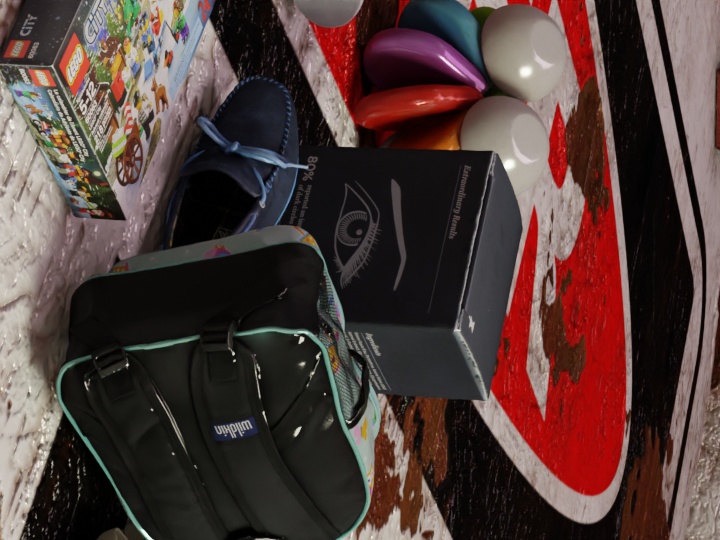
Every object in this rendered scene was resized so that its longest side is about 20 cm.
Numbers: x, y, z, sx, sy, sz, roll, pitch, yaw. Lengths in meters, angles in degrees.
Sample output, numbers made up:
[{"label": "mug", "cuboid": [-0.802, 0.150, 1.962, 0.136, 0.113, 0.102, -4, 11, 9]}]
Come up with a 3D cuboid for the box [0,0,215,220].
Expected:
[{"label": "box", "cuboid": [-0.146, -0.150, 1.267, 0.137, 0.038, 0.200, 70, 30, -50]}]

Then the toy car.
[{"label": "toy car", "cuboid": [0.065, -0.143, 1.748, 0.150, 0.175, 0.200, 27, 63, -30]}]

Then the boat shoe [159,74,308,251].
[{"label": "boat shoe", "cuboid": [-0.084, -0.050, 1.397, 0.069, 0.084, 0.200, 84, 16, -60]}]

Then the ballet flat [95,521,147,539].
[{"label": "ballet flat", "cuboid": [-0.136, 0.188, 1.339, 0.064, 0.067, 0.200, 64, 19, 1]}]

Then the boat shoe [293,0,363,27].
[{"label": "boat shoe", "cuboid": [-0.027, -0.278, 1.544, 0.057, 0.069, 0.200, -58, 145, -54]}]

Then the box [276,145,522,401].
[{"label": "box", "cuboid": [0.000, 0.000, 1.473, 0.104, 0.200, 0.148, 65, 35, -55]}]

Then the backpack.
[{"label": "backpack", "cuboid": [-0.077, 0.080, 1.292, 0.153, 0.176, 0.200, -86, 160, -56]}]

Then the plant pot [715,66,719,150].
[{"label": "plant pot", "cuboid": [0.674, -0.272, 3.413, 0.200, 0.176, 0.200, -42, 134, -64]}]
